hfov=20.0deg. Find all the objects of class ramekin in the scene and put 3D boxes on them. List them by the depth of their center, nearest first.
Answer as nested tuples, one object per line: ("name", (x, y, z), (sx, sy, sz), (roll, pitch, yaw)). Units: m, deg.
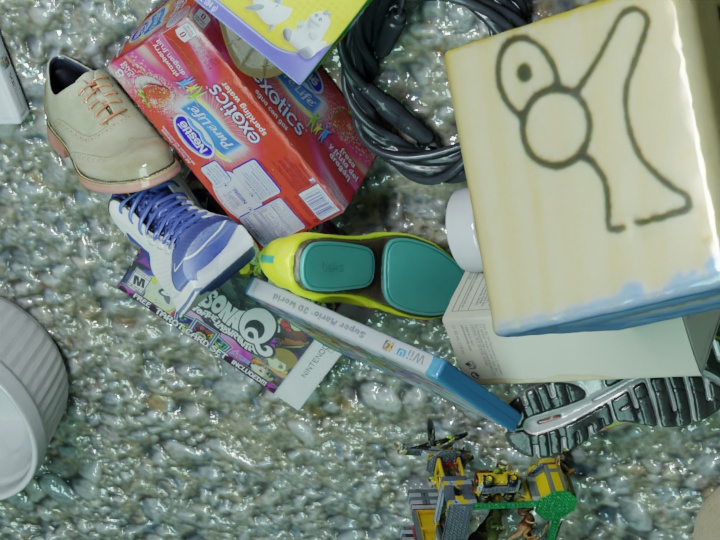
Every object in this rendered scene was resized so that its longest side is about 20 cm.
("ramekin", (-0.370, 0.110, 1.923), (0.199, 0.105, 0.201), (13, 132, 15))

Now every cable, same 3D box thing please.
("cable", (0.058, -0.155, 1.552), (0.162, 0.051, 0.201), (10, 133, 24))

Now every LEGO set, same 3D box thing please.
("LEGO set", (0.107, 0.210, 1.800), (0.152, 0.116, 0.201), (-7, 133, -6))

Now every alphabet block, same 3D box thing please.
("alphabet block", (0.195, -0.071, 1.396), (0.194, 0.196, 0.202), (-13, 83, 32))

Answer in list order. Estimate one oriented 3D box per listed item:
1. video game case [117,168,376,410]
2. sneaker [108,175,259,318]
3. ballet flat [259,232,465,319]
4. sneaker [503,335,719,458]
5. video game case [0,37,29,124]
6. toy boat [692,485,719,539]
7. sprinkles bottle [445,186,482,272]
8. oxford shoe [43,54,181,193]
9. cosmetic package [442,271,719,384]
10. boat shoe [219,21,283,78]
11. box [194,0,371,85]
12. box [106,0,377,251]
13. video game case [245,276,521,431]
("video game case", (-0.091, 0.009, 1.755), (0.199, 0.036, 0.182), (35, 132, -4))
("sneaker", (-0.153, -0.030, 1.637), (0.115, 0.080, 0.199), (51, 170, -4))
("ballet flat", (0.000, 0.000, 1.641), (0.067, 0.199, 0.067), (2, 85, 46))
("sneaker", (0.212, 0.090, 1.657), (0.198, 0.090, 0.079), (-14, 98, 10))
("video game case", (-0.397, -0.204, 1.737), (0.198, 0.024, 0.183), (1, 127, 25))
("toy boat", (0.365, 0.222, 1.673), (0.130, 0.131, 0.200), (13, 138, -24))
("sprinkles bottle", (0.166, -0.043, 1.570), (0.199, 0.068, 0.069), (-8, 123, 30))
("oxford shoe", (-0.209, -0.117, 1.635), (0.200, 0.070, 0.074), (30, 140, 50))
("cosmetic package", (0.177, 0.029, 1.600), (0.199, 0.104, 0.073), (-3, 126, 29))
("boat shoe", (-0.083, -0.247, 1.520), (0.073, 0.066, 0.202), (-3, 104, 16))
("box", (-0.024, -0.247, 1.456), (0.117, 0.048, 0.200), (37, 99, -7))
("box", (-0.089, -0.128, 1.603), (0.099, 0.096, 0.200), (-25, 113, 37))
("video game case", (0.018, 0.067, 1.620), (0.199, 0.018, 0.143), (22, 171, 35))
